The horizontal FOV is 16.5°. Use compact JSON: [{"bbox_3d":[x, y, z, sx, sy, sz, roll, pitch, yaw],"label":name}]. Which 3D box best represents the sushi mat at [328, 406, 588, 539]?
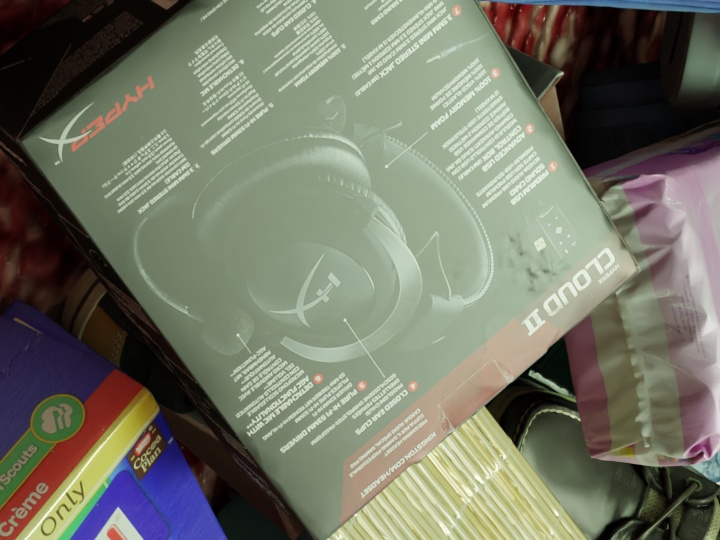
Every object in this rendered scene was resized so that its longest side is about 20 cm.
[{"bbox_3d":[0.057,0.129,1.001,0.200,0.012,0.096,52,61,-28],"label":"sushi mat"}]

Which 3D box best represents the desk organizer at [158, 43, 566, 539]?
[{"bbox_3d":[0.000,0.000,0.983,0.200,0.071,0.077,-51,151,-20],"label":"desk organizer"}]

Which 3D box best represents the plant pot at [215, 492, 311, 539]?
[{"bbox_3d":[-0.028,0.197,1.041,0.141,0.140,0.201,36,73,-60],"label":"plant pot"}]

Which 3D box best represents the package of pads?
[{"bbox_3d":[0.157,0.001,1.058,0.199,0.075,0.122,-21,103,-53],"label":"package of pads"}]

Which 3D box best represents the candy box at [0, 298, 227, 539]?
[{"bbox_3d":[-0.123,0.139,0.895,0.169,0.077,0.201,-50,147,-21],"label":"candy box"}]

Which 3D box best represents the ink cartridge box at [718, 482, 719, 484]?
[{"bbox_3d":[0.179,0.033,1.292,0.116,0.067,0.201,-22,132,-49],"label":"ink cartridge box"}]

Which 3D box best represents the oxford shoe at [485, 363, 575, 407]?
[{"bbox_3d":[0.042,0.067,1.109,0.199,0.072,0.085,27,93,-48],"label":"oxford shoe"}]

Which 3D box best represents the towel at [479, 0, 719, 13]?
[{"bbox_3d":[0.113,-0.190,0.953,0.024,0.143,0.201,-88,-178,-57],"label":"towel"}]

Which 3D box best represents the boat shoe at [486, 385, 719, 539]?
[{"bbox_3d":[0.132,0.111,1.086,0.199,0.065,0.074,35,68,-33],"label":"boat shoe"}]

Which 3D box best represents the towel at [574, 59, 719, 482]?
[{"bbox_3d":[0.155,0.001,1.160,0.111,0.048,0.202,-12,98,-40],"label":"towel"}]

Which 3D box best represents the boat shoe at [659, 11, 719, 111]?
[{"bbox_3d":[0.174,-0.151,1.054,0.201,0.066,0.074,97,-9,-51],"label":"boat shoe"}]

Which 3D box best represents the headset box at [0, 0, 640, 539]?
[{"bbox_3d":[-0.012,-0.022,0.827,0.149,0.077,0.201,-40,119,-8],"label":"headset box"}]

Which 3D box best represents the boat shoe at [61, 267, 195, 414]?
[{"bbox_3d":[-0.019,-0.023,0.912,0.200,0.062,0.075,-43,156,-17],"label":"boat shoe"}]

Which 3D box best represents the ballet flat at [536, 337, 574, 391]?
[{"bbox_3d":[0.095,0.087,1.221,0.201,0.069,0.069,-57,150,-5],"label":"ballet flat"}]
